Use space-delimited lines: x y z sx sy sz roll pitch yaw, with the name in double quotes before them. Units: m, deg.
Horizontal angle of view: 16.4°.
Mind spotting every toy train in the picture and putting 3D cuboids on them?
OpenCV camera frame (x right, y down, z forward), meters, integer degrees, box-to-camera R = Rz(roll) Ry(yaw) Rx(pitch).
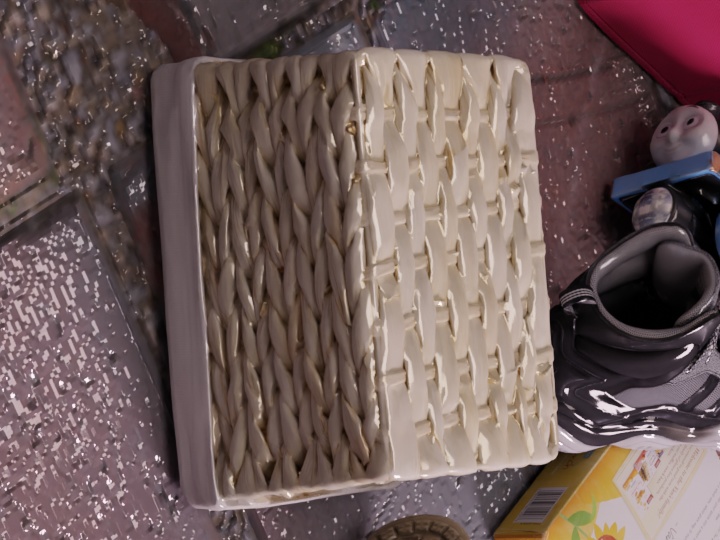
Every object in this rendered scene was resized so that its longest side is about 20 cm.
"toy train" 0.218 -0.014 1.367 0.200 0.086 0.115 31 55 -37

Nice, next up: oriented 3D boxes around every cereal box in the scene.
"cereal box" 0.158 0.171 1.309 0.144 0.039 0.201 -46 118 -40

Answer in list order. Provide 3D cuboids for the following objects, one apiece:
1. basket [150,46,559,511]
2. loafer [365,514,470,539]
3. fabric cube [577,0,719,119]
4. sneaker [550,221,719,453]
"basket" 0.000 0.000 1.105 0.135 0.123 0.201 -2 86 -47
"loafer" 0.023 0.212 1.144 0.068 0.075 0.201 60 33 -64
"fabric cube" 0.268 -0.188 1.353 0.200 0.199 0.197 36 62 -37
"sneaker" 0.173 0.033 1.244 0.199 0.114 0.076 -4 55 -21
